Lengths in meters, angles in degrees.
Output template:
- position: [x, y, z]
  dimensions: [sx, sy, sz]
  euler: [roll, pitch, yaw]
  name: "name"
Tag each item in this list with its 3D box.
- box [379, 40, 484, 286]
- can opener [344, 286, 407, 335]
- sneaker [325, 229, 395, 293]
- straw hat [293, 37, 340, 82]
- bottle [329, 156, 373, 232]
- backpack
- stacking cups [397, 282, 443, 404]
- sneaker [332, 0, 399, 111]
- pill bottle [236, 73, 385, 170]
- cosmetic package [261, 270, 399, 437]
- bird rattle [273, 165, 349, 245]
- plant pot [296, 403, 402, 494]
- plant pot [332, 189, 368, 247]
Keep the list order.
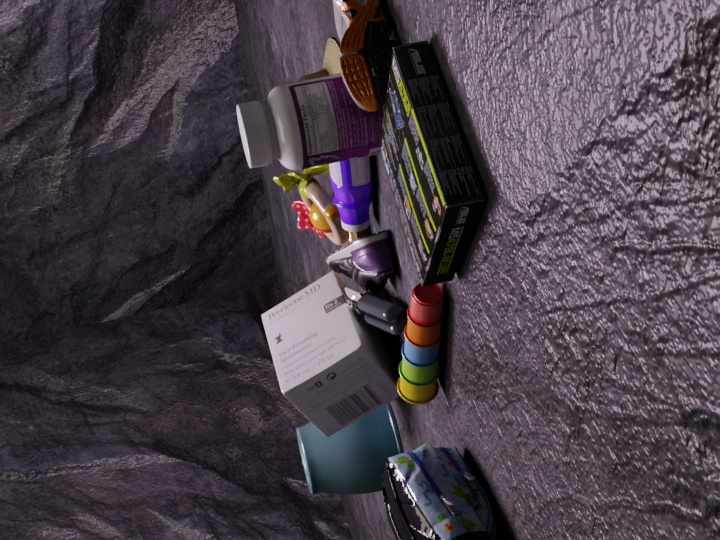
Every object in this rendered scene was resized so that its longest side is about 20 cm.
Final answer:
- position: [0.071, -0.111, 0.933]
  dimensions: [0.193, 0.047, 0.201]
  euler: [102, 155, -63]
  name: "box"
- position: [0.027, 0.056, 1.379]
  dimensions: [0.053, 0.066, 0.200]
  euler: [58, 169, -18]
  name: "can opener"
- position: [0.000, 0.000, 1.375]
  dimensions: [0.200, 0.075, 0.088]
  euler: [153, 98, -72]
  name: "sneaker"
- position: [-0.074, -0.293, 1.434]
  dimensions: [0.201, 0.085, 0.202]
  euler: [167, 90, -81]
  name: "straw hat"
- position: [-0.016, -0.156, 1.328]
  dimensions: [0.084, 0.065, 0.201]
  euler: [-114, 15, -54]
  name: "bottle"
- position: [0.101, 0.318, 1.085]
  dimensions: [0.200, 0.153, 0.164]
  euler: [38, 148, 41]
  name: "backpack"
- position: [0.078, 0.097, 1.112]
  dimensions: [0.201, 0.060, 0.061]
  euler: [88, 166, -48]
  name: "stacking cups"
- position: [0.006, -0.283, 1.052]
  dimensions: [0.092, 0.075, 0.201]
  euler: [83, 180, -75]
  name: "sneaker"
- position: [-0.055, -0.192, 1.096]
  dimensions: [0.112, 0.199, 0.113]
  euler: [168, 90, -81]
  name: "pill bottle"
- position: [-0.053, 0.147, 1.507]
  dimensions: [0.165, 0.164, 0.200]
  euler: [53, -171, -43]
  name: "cosmetic package"
- position: [-0.077, -0.108, 1.524]
  dimensions: [0.163, 0.112, 0.201]
  euler: [51, 160, 33]
  name: "bird rattle"
- position: [-0.026, 0.357, 1.694]
  dimensions: [0.200, 0.187, 0.201]
  euler: [168, 90, -81]
  name: "plant pot"
- position: [-0.015, -0.080, 1.545]
  dimensions: [0.200, 0.027, 0.201]
  euler: [168, 90, -81]
  name: "plant pot"
